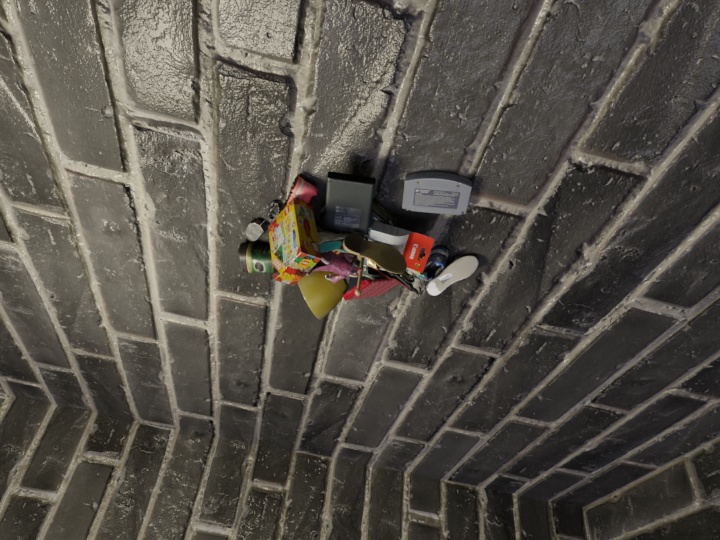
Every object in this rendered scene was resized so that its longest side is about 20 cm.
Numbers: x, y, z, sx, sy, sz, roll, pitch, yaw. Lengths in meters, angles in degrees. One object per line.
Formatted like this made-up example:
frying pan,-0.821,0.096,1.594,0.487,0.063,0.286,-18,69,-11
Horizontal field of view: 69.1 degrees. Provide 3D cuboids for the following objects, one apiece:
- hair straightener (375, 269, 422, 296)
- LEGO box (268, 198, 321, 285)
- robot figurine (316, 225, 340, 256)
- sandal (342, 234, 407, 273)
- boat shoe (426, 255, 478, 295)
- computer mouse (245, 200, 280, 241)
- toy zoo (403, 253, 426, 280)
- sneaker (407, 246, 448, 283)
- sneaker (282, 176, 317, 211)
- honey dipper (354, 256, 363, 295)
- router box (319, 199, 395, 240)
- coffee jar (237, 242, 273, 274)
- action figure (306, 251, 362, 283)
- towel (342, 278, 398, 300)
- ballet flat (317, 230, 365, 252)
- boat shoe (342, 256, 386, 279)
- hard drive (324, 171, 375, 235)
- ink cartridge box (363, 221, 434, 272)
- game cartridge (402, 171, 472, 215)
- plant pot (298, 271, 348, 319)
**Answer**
hair straightener,0.127,0.014,1.733,0.199,0.041,0.077,39,143,9
LEGO box,-0.198,-0.083,1.554,0.076,0.203,0.149,17,136,-37
robot figurine,-0.147,-0.079,1.716,0.197,0.058,0.147,28,101,-18
sandal,0.040,-0.045,1.600,0.208,0.079,0.070,23,159,-7
boat shoe,0.311,0.014,1.779,0.199,0.069,0.072,-42,96,14
computer mouse,-0.318,-0.164,1.719,0.059,0.034,0.199,42,126,-12
toy zoo,0.131,-0.035,1.735,0.197,0.021,0.132,30,142,11
sneaker,0.216,-0.001,1.769,0.076,0.087,0.200,26,137,-21
sneaker,-0.191,-0.196,1.620,0.085,0.075,0.201,18,139,-14
honey dipper,0.000,0.000,1.716,0.037,0.203,0.038,5,141,4
router box,-0.007,-0.165,1.632,0.199,0.063,0.149,35,132,-28
coffee jar,-0.325,-0.040,1.816,0.195,0.086,0.106,6,135,2
action figure,-0.081,-0.030,1.639,0.196,0.137,0.149,18,-176,-11
towel,0.047,0.059,1.818,0.197,0.023,0.144,-5,158,-45
ballet flat,-0.065,-0.096,1.608,0.197,0.073,0.072,-1,152,-41
boat shoe,0.017,-0.013,1.795,0.196,0.074,0.062,16,152,-21
hard drive,-0.034,-0.193,1.530,0.136,0.033,0.202,8,139,-1
ink cartridge box,0.115,-0.058,1.633,0.196,0.048,0.162,17,138,3
game cartridge,0.224,-0.228,1.541,0.195,0.042,0.134,6,143,3
plant pot,-0.123,0.048,1.829,0.140,0.202,0.201,-27,134,3
